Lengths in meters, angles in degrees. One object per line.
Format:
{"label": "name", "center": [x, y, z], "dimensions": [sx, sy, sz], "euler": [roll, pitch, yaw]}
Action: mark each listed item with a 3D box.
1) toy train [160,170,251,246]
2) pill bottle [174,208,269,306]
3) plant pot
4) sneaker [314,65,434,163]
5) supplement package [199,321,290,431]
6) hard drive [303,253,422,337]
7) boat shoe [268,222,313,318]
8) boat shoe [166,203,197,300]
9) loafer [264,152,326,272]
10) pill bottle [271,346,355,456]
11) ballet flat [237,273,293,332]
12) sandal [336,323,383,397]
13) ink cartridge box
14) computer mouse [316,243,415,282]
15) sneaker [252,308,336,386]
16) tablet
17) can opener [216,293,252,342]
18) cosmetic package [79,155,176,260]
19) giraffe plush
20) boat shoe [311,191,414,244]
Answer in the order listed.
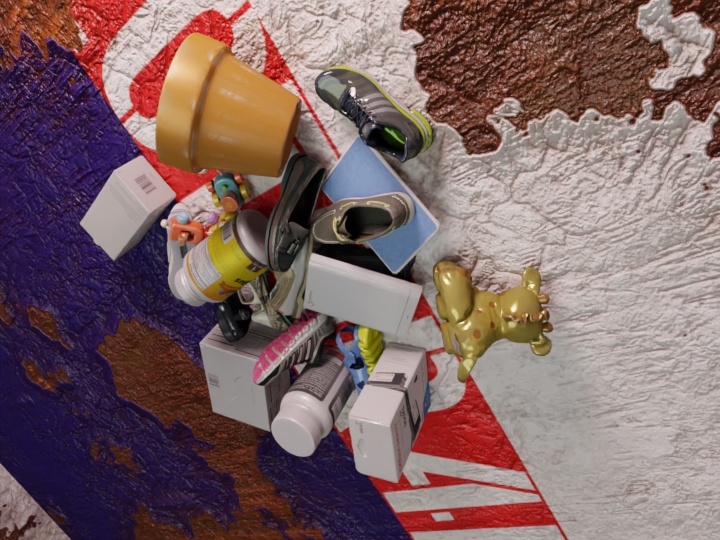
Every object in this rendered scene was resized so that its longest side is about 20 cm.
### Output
{"label": "toy train", "center": [-0.282, -0.105, 1.082], "dimensions": [0.147, 0.056, 0.202], "euler": [12, 131, -22]}
{"label": "pill bottle", "center": [-0.243, -0.016, 1.065], "dimensions": [0.198, 0.110, 0.110], "euler": [-32, 104, 24]}
{"label": "plant pot", "center": [-0.193, -0.234, 0.915], "dimensions": [0.179, 0.202, 0.203], "euler": [18, 130, -4]}
{"label": "sneaker", "center": [0.014, -0.230, 0.864], "dimensions": [0.197, 0.081, 0.075], "euler": [32, 130, 5]}
{"label": "supplement package", "center": [-0.244, 0.220, 1.281], "dimensions": [0.152, 0.111, 0.204], "euler": [13, 125, 19]}
{"label": "hard drive", "center": [0.000, 0.047, 1.034], "dimensions": [0.195, 0.027, 0.133], "euler": [17, 139, 2]}
{"label": "boat shoe", "center": [-0.127, 0.001, 1.083], "dimensions": [0.067, 0.075, 0.204], "euler": [11, 121, -6]}
{"label": "boat shoe", "center": [-0.363, -0.038, 1.202], "dimensions": [0.070, 0.066, 0.204], "euler": [-7, 122, -11]}
{"label": "loafer", "center": [-0.108, -0.090, 0.981], "dimensions": [0.062, 0.071, 0.205], "euler": [20, 101, 32]}
{"label": "pill bottle", "center": [-0.089, 0.256, 1.163], "dimensions": [0.111, 0.201, 0.116], "euler": [13, 127, 19]}
{"label": "ballet flat", "center": [-0.199, 0.053, 1.170], "dimensions": [0.074, 0.068, 0.203], "euler": [-27, 109, -5]}
{"label": "sandal", "center": [0.004, 0.181, 1.152], "dimensions": [0.085, 0.079, 0.205], "euler": [5, 115, 29]}
{"label": "ink cartridge box", "center": [0.059, 0.258, 1.086], "dimensions": [0.082, 0.201, 0.148], "euler": [6, 125, 24]}
{"label": "computer mouse", "center": [0.000, 0.000, 1.043], "dimensions": [0.195, 0.053, 0.141], "euler": [8, 125, 23]}
{"label": "sneaker", "center": [-0.123, 0.161, 1.152], "dimensions": [0.088, 0.200, 0.074], "euler": [49, 171, -28]}
{"label": "tablet", "center": [0.029, -0.106, 0.957], "dimensions": [0.201, 0.014, 0.130], "euler": [49, 129, 6]}
{"label": "can opener", "center": [-0.277, 0.044, 1.182], "dimensions": [0.077, 0.063, 0.205], "euler": [-20, 92, 11]}
{"label": "cosmetic package", "center": [-0.474, -0.123, 1.194], "dimensions": [0.108, 0.085, 0.199], "euler": [49, 130, -9]}
{"label": "giraffe plush", "center": [0.210, 0.067, 0.924], "dimensions": [0.158, 0.201, 0.176], "euler": [-11, 116, 0]}
{"label": "boat shoe", "center": [-0.009, -0.079, 0.948], "dimensions": [0.198, 0.060, 0.074], "euler": [-10, 104, 37]}
